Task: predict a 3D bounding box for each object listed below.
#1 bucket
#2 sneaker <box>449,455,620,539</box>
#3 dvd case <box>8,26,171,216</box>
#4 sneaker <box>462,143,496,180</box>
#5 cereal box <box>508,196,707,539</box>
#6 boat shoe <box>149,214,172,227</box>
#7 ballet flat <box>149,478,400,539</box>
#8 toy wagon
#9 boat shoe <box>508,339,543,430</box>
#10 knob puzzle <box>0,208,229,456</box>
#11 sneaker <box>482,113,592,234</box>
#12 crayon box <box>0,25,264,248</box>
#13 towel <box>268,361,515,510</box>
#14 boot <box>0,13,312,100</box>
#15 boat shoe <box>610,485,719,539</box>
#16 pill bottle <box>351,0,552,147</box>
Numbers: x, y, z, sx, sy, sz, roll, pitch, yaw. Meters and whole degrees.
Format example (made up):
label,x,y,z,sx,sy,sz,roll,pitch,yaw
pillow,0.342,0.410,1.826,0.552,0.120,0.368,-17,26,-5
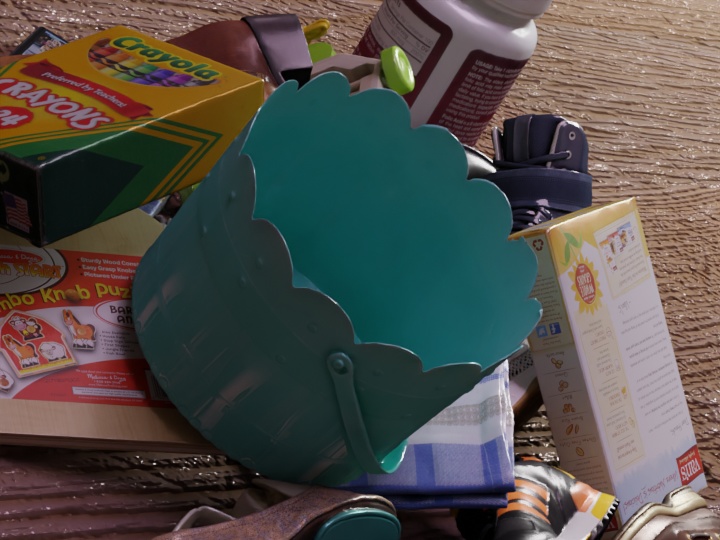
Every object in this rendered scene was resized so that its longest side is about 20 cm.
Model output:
label,x,y,z,sx,sy,sz,roll,pitch,yaw
bucket,-0.016,0.010,1.458,0.207,0.135,0.208,27,38,-24
sneaker,0.081,0.155,1.546,0.090,0.070,0.200,30,18,14
dvd case,-0.181,-0.091,1.754,0.142,0.018,0.200,31,24,-2
sneaker,0.017,-0.052,1.864,0.199,0.074,0.089,10,30,-23
cereal box,0.158,0.062,1.706,0.144,0.039,0.201,-17,94,-61
boat shoe,-0.137,-0.005,1.575,0.199,0.068,0.074,31,23,-4
ballet flat,-0.050,0.141,1.404,0.067,0.068,0.200,34,20,23
toy wagon,-0.038,-0.099,1.775,0.040,0.154,0.200,60,20,-29
boat shoe,0.088,0.063,1.721,0.069,0.071,0.200,37,25,11
knob puzzle,-0.166,0.021,1.477,0.219,0.031,0.220,16,44,-16
sneaker,0.096,-0.035,1.821,0.077,0.147,0.202,1,0,32
crayon box,-0.144,-0.083,1.502,0.127,0.051,0.200,22,34,38
towel,0.017,0.063,1.570,0.146,0.024,0.201,-1,41,0
boot,-0.116,-0.070,1.635,0.199,0.069,0.189,-11,67,-12
boat shoe,0.183,0.182,1.603,0.067,0.072,0.200,37,21,16
pill bottle,0.058,-0.155,1.947,0.114,0.200,0.114,27,24,-13
